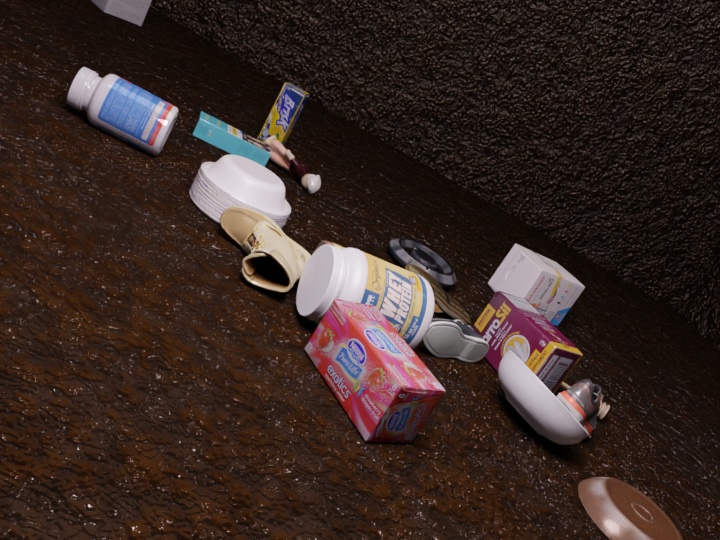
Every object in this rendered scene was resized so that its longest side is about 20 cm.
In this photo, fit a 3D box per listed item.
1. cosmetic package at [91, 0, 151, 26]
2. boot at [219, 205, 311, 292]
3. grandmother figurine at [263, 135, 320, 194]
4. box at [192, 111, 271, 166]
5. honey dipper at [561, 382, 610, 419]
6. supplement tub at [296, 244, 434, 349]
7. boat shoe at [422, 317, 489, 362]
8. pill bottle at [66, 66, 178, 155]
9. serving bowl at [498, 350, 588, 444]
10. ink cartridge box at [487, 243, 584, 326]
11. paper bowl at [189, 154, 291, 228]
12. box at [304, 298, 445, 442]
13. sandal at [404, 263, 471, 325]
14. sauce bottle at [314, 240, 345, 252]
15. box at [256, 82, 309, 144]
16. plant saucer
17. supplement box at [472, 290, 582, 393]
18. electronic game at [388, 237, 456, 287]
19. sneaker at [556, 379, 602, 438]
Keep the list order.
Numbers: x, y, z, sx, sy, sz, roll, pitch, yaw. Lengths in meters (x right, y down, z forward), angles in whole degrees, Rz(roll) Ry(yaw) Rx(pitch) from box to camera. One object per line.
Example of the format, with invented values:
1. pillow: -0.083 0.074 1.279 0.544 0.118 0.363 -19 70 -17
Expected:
1. cosmetic package: -0.875 -1.047 2.493 0.165 0.201 0.164 42 20 30
2. boot: -0.180 -0.038 1.173 0.199 0.073 0.155 38 16 2
3. grandmother figurine: -0.177 -0.277 1.826 0.200 0.061 0.121 45 3 24
4. box: -0.331 -0.336 1.750 0.199 0.049 0.082 24 19 -21
5. honey dipper: 0.451 0.253 1.487 0.199 0.038 0.038 35 18 15
6. supplement tub: 0.008 0.048 1.132 0.199 0.145 0.145 21 20 -27
7. boat shoe: 0.172 0.129 1.315 0.199 0.076 0.060 30 14 -46
8. pill bottle: -0.484 -0.329 1.380 0.199 0.113 0.112 27 18 -16
9. serving bowl: 0.313 0.238 1.211 0.200 0.066 0.200 47 2 -2
10. ink cartridge box: 0.502 0.044 1.939 0.199 0.148 0.145 18 22 -34
11. paper bowl: -0.231 -0.156 1.354 0.199 0.105 0.201 27 18 -9
12. box: 0.016 0.141 0.975 0.095 0.100 0.200 15 25 -41
13. sandal: 0.165 0.066 1.504 0.200 0.054 0.080 42 20 -17
14. sauce bottle: 0.000 0.000 1.375 0.199 0.066 0.066 20 21 -27
15. box: -0.222 -0.426 1.915 0.070 0.201 0.064 30 17 0
16. plant saucer: 0.446 0.402 1.092 0.199 0.037 0.201 28 19 -10
17. supplement box: 0.337 0.155 1.407 0.103 0.132 0.200 16 22 -37
18. electronic game: 0.158 -0.020 1.721 0.199 0.042 0.200 28 20 -11
19. sneaker: 0.438 0.261 1.301 0.077 0.082 0.200 47 1 31
